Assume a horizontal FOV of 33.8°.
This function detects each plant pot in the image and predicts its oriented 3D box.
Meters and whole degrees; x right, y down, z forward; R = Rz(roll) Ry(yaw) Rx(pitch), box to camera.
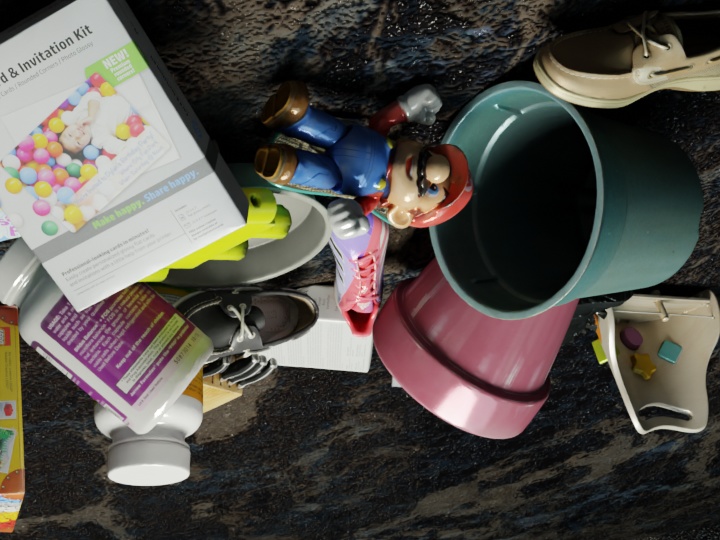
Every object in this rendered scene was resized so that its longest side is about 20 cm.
[{"bbox_3d":[0.198,-0.059,1.073,0.194,0.203,0.200,1,154,-41],"label":"plant pot"},{"bbox_3d":[0.137,0.040,1.230,0.198,0.201,0.180,11,121,-39],"label":"plant pot"}]

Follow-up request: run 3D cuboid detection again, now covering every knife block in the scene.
[{"bbox_3d":[-0.171,0.120,1.389,0.172,0.065,0.201,-2,155,6],"label":"knife block"}]

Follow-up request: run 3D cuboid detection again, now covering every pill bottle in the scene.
[{"bbox_3d":[-0.215,0.110,1.207,0.109,0.204,0.111,-3,157,-1],"label":"pill bottle"},{"bbox_3d":[-0.241,0.047,1.086,0.199,0.113,0.112,41,139,-6],"label":"pill bottle"}]

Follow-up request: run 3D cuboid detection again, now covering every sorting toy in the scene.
[{"bbox_3d":[0.374,0.120,1.517,0.197,0.183,0.107,4,151,-29],"label":"sorting toy"}]

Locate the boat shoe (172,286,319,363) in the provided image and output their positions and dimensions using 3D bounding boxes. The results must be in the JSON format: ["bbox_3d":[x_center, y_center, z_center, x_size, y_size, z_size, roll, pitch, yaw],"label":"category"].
[{"bbox_3d":[-0.119,0.053,1.218,0.060,0.075,0.199,-10,175,36],"label":"boat shoe"}]

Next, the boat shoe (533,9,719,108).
[{"bbox_3d":[0.233,-0.183,0.961,0.197,0.072,0.065,-11,151,-21],"label":"boat shoe"}]

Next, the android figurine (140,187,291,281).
[{"bbox_3d":[-0.156,-0.032,1.000,0.180,0.042,0.198,-23,166,38],"label":"android figurine"}]

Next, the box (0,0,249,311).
[{"bbox_3d":[-0.195,-0.087,0.856,0.154,0.041,0.202,-25,116,11],"label":"box"}]

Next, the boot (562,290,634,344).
[{"bbox_3d":[0.215,0.039,1.419,0.195,0.075,0.162,2,158,-23],"label":"boot"}]

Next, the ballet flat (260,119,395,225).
[{"bbox_3d":[-0.003,-0.092,1.062,0.198,0.068,0.076,17,118,-43],"label":"ballet flat"}]

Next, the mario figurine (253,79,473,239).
[{"bbox_3d":[0.019,-0.093,0.976,0.197,0.106,0.125,13,114,-33],"label":"mario figurine"}]

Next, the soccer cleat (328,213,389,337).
[{"bbox_3d":[0.000,0.000,1.228,0.065,0.078,0.201,-8,155,-5],"label":"soccer cleat"}]

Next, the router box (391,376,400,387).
[{"bbox_3d":[0.128,0.108,1.461,0.176,0.050,0.200,5,163,2],"label":"router box"}]

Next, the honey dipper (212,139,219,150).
[{"bbox_3d":[-0.218,-0.082,1.018,0.196,0.039,0.038,-7,155,0],"label":"honey dipper"}]

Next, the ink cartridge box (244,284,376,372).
[{"bbox_3d":[-0.081,0.065,1.396,0.196,0.051,0.163,7,155,1],"label":"ink cartridge box"}]

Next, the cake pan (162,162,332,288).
[{"bbox_3d":[-0.125,-0.042,1.132,0.196,0.037,0.201,-9,155,-4],"label":"cake pan"}]

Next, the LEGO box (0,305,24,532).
[{"bbox_3d":[-0.401,0.159,1.246,0.076,0.203,0.149,0,154,-22],"label":"LEGO box"}]

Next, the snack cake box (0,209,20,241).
[{"bbox_3d":[-0.259,-0.088,0.944,0.196,0.068,0.115,-14,154,5],"label":"snack cake box"}]
